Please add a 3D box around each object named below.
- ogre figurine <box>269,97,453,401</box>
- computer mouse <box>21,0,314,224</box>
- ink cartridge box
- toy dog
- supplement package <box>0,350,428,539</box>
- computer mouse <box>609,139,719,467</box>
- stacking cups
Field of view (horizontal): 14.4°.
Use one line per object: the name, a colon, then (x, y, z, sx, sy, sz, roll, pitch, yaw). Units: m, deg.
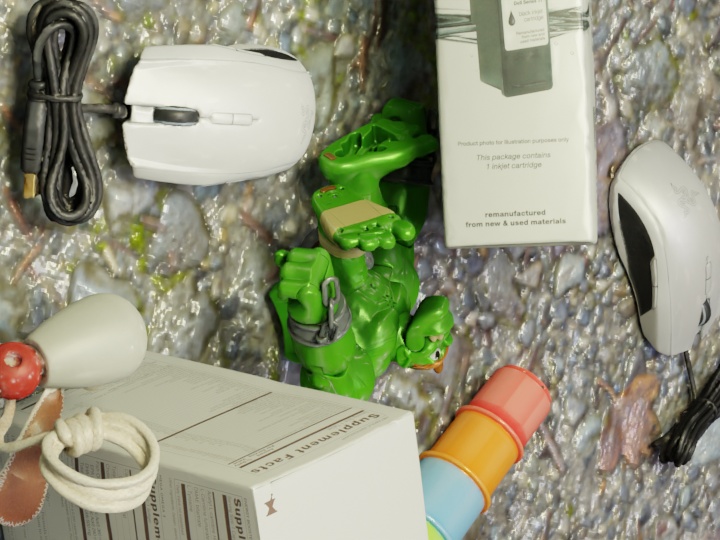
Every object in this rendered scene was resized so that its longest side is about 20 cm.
ogre figurine: (0.000, 0.000, 1.524, 0.098, 0.200, 0.120, -2, 122, -2)
computer mouse: (-0.086, -0.082, 1.451, 0.199, 0.044, 0.110, -5, 101, -45)
ink cartridge box: (0.084, -0.115, 1.538, 0.147, 0.083, 0.201, -23, 112, -85)
toy dog: (-0.196, 0.081, 1.338, 0.199, 0.132, 0.097, -3, 145, -16)
supplement package: (-0.074, 0.120, 1.400, 0.113, 0.199, 0.110, -22, 113, -40)
computer mouse: (0.203, 0.015, 1.775, 0.110, 0.044, 0.201, -38, 123, -33)
stacking cups: (0.041, 0.133, 1.624, 0.200, 0.060, 0.061, -53, 130, -27)
